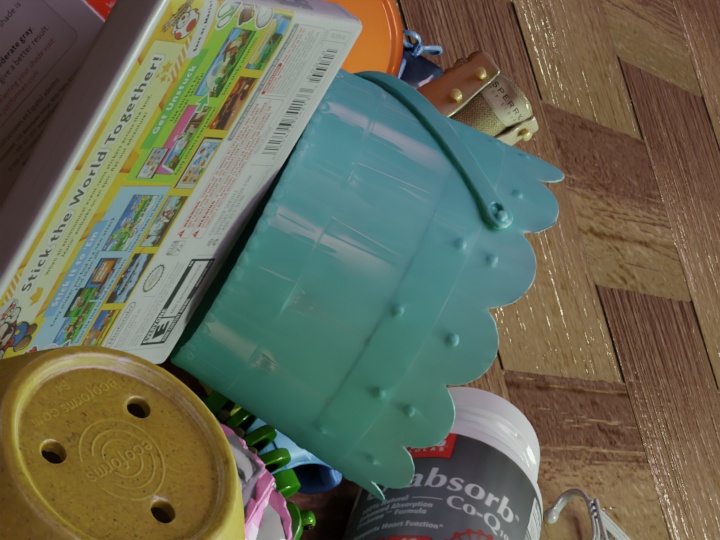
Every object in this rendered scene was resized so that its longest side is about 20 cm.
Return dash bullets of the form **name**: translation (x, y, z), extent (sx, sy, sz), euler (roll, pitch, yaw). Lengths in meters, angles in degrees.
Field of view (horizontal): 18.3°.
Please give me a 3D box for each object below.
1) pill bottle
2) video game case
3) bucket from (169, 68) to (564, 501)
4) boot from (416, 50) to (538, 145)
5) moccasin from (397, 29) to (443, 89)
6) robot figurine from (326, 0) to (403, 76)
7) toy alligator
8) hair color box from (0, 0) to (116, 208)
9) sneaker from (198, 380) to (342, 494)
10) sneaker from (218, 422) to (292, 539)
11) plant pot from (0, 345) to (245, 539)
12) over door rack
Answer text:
- **pill bottle**: translation (0.047, 0.165, 1.339), extent (0.116, 0.115, 0.200), euler (57, 26, -22)
- **video game case**: translation (-0.094, -0.039, 1.004), extent (0.023, 0.201, 0.182), euler (38, 17, 21)
- **bucket**: translation (0.000, 0.000, 1.164), extent (0.134, 0.208, 0.208), euler (29, 35, -7)
- **boot**: translation (0.038, -0.066, 1.397), extent (0.073, 0.155, 0.200), euler (57, 7, -13)
- **moccasin**: translation (0.034, -0.128, 1.600), extent (0.201, 0.068, 0.080), euler (66, 25, -4)
- **robot figurine**: translation (-0.045, -0.140, 1.398), extent (0.200, 0.116, 0.145), euler (-15, 81, -64)
- **toy alligator**: translation (-0.051, 0.125, 1.188), extent (0.201, 0.054, 0.059), euler (56, -7, 13)
- **hair color box**: translation (-0.193, -0.124, 1.002), extent (0.200, 0.111, 0.064), euler (43, 13, -2)
- **sneaker**: translation (-0.029, 0.074, 1.325), extent (0.200, 0.075, 0.106), euler (-14, 95, -58)
- **sneaker**: translation (-0.065, 0.160, 1.081), extent (0.080, 0.086, 0.201), euler (-32, 89, -28)
- **plant pot**: translation (-0.125, 0.112, 0.908), extent (0.199, 0.142, 0.201), euler (20, 44, -20)
- **over door rack**: translation (0.204, 0.268, 1.611), extent (0.148, 0.066, 0.201), euler (44, 14, -42)
